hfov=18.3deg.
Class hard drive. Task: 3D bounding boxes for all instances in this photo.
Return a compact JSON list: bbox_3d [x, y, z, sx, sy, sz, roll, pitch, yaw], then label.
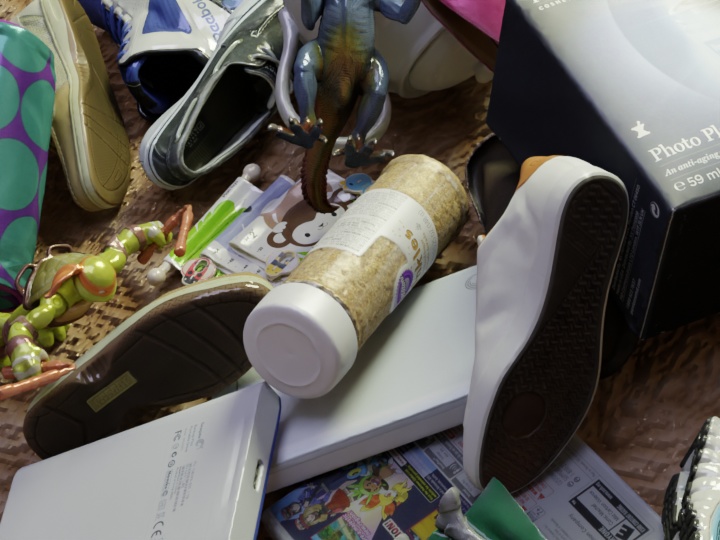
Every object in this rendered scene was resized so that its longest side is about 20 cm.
[{"bbox_3d":[-0.143,0.151,1.374,0.199,0.025,0.133,-21,39,28],"label":"hard drive"},{"bbox_3d":[0.001,0.070,1.411,0.198,0.027,0.132,-20,32,10],"label":"hard drive"}]

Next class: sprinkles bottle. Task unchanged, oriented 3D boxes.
[{"bbox_3d":[0.000,0.000,1.415,0.068,0.069,0.200,5,33,28],"label":"sprinkles bottle"}]

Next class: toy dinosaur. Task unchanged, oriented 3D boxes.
[{"bbox_3d":[-0.023,-0.165,1.490,0.104,0.200,0.183,11,63,-19],"label":"toy dinosaur"}]

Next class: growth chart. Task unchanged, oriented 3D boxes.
[{"bbox_3d":[-0.034,-0.022,1.552,0.199,0.018,0.145,13,52,33],"label":"growth chart"}]

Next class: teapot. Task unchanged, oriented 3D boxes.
[{"bbox_3d":[0.047,-0.191,1.594,0.146,0.200,0.197,53,34,14],"label":"teapot"}]

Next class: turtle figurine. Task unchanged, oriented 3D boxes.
[{"bbox_3d":[-0.206,0.024,1.483,0.161,0.064,0.200,-28,18,53],"label":"turtle figurine"}]

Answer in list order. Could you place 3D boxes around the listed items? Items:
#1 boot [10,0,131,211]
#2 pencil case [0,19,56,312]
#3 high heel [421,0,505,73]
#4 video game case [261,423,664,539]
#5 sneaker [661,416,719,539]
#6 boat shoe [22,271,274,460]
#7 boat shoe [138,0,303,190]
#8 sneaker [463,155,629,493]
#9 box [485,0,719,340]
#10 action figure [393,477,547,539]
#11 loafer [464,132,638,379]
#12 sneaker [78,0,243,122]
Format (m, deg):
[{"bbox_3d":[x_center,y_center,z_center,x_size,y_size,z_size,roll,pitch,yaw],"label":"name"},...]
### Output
[{"bbox_3d":[-0.262,-0.105,1.699,0.154,0.072,0.201,-26,58,13],"label":"boot"},{"bbox_3d":[-0.270,-0.074,1.603,0.092,0.085,0.202,-10,70,44],"label":"pencil case"},{"bbox_3d":[0.104,-0.119,1.486,0.095,0.067,0.202,-14,82,-22],"label":"high heel"},{"bbox_3d":[0.061,0.156,1.321,0.182,0.023,0.200,-33,43,-11],"label":"video game case"},{"bbox_3d":[0.207,0.161,1.196,0.089,0.079,0.201,23,40,0],"label":"sneaker"},{"bbox_3d":[-0.135,0.051,1.461,0.199,0.072,0.076,-28,20,18],"label":"boat shoe"},{"bbox_3d":[-0.080,-0.136,1.644,0.071,0.072,0.201,6,57,56],"label":"boat shoe"},{"bbox_3d":[0.098,0.030,1.316,0.085,0.072,0.202,31,105,56],"label":"sneaker"},{"bbox_3d":[0.211,-0.093,1.370,0.199,0.124,0.199,-19,52,-20],"label":"box"},{"bbox_3d":[0.103,0.201,1.212,0.200,0.055,0.118,38,67,27],"label":"action figure"},{"bbox_3d":[0.111,-0.021,1.413,0.073,0.071,0.201,-52,43,26],"label":"loafer"},{"bbox_3d":[-0.162,-0.182,1.728,0.198,0.081,0.115,19,54,36],"label":"sneaker"}]
